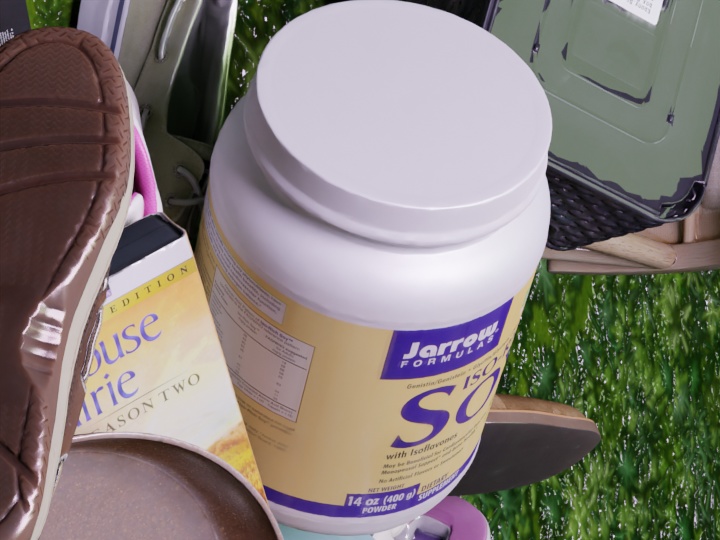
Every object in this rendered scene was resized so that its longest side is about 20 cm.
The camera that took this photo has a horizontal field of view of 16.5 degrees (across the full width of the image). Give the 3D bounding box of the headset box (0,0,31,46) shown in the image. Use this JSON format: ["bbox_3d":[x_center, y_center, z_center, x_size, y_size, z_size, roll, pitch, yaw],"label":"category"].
[{"bbox_3d":[-0.196,-0.049,0.881,0.200,0.077,0.150,-34,117,-57],"label":"headset box"}]

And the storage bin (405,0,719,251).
[{"bbox_3d":[0.104,-0.125,1.184,0.135,0.094,0.201,25,71,-24],"label":"storage bin"}]

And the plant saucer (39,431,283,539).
[{"bbox_3d":[-0.120,0.147,0.962,0.199,0.032,0.201,-15,120,-27],"label":"plant saucer"}]

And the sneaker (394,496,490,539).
[{"bbox_3d":[0.007,0.206,1.257,0.089,0.080,0.200,94,21,-46],"label":"sneaker"}]

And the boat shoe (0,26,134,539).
[{"bbox_3d":[-0.125,0.015,0.878,0.075,0.074,0.203,92,10,-67],"label":"boat shoe"}]

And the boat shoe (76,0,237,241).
[{"bbox_3d":[-0.094,-0.047,1.089,0.072,0.062,0.201,17,73,-61],"label":"boat shoe"}]

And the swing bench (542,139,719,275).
[{"bbox_3d":[0.104,-0.108,1.316,0.199,0.130,0.200,9,79,-30],"label":"swing bench"}]

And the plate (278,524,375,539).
[{"bbox_3d":[-0.030,0.204,1.137,0.199,0.026,0.202,9,74,-33],"label":"plate"}]

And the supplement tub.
[{"bbox_3d":[0.000,0.000,1.061,0.201,0.145,0.146,105,9,-45],"label":"supplement tub"}]

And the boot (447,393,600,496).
[{"bbox_3d":[0.030,0.064,1.207,0.199,0.074,0.076,7,49,-33],"label":"boot"}]

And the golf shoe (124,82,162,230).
[{"bbox_3d":[-0.111,0.010,1.013,0.091,0.075,0.201,-176,-104,-78],"label":"golf shoe"}]

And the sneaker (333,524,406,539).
[{"bbox_3d":[-0.002,0.085,1.248,0.080,0.077,0.200,60,35,-21],"label":"sneaker"}]

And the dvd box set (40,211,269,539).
[{"bbox_3d":[-0.109,0.094,0.986,0.146,0.029,0.201,-29,125,-22],"label":"dvd box set"}]
